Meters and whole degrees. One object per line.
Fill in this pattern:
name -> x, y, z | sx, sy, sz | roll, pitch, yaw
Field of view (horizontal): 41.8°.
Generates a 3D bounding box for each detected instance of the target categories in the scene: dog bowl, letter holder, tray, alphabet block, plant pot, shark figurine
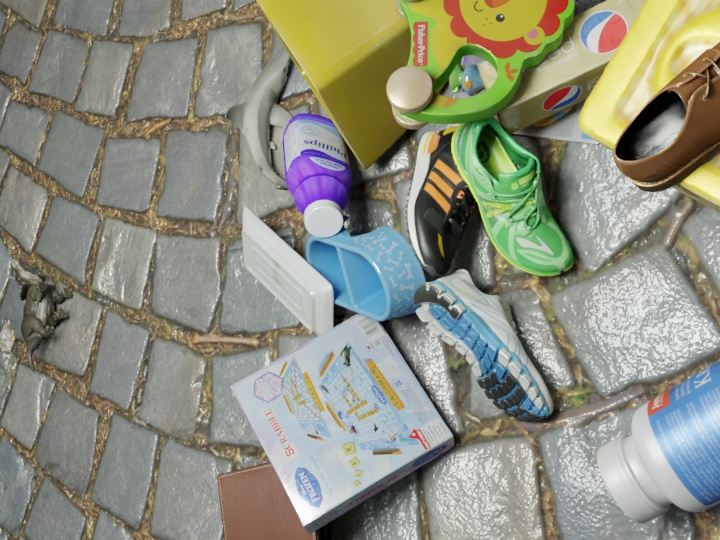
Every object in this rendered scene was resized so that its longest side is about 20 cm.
dog bowl -> 0.000, 0.000, 1.139 | 0.200, 0.049, 0.112 | 20, 130, 55
letter holder -> -0.083, 0.339, 1.166 | 0.142, 0.100, 0.201 | -20, 71, 31
tray -> -0.103, 0.009, 1.246 | 0.200, 0.022, 0.108 | 41, 144, 34
alphabet block -> 0.354, -0.153, 0.860 | 0.195, 0.200, 0.197 | 36, 104, 36
plant pot -> 0.005, -0.284, 1.148 | 0.176, 0.200, 0.200 | -34, 61, 3
shark figurine -> -0.147, -0.191, 1.314 | 0.128, 0.089, 0.216 | -22, 68, 34

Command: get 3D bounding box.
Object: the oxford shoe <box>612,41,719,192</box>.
oxford shoe -> 0.283, -0.144, 0.744 | 0.200, 0.071, 0.071 | -47, 57, 19

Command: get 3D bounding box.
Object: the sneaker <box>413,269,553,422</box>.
sneaker -> 0.155, 0.076, 1.053 | 0.200, 0.087, 0.075 | 51, 142, 9

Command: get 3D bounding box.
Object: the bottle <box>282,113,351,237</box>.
bottle -> -0.054, -0.121, 1.189 | 0.200, 0.083, 0.065 | -99, 29, -49

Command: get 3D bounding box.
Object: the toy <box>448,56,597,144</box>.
toy -> 0.188, -0.217, 1.090 | 0.199, 0.047, 0.116 | 14, 92, 38

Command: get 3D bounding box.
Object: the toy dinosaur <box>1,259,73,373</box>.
toy dinosaur -> -0.536, 0.074, 1.579 | 0.102, 0.077, 0.201 | -20, 75, 45

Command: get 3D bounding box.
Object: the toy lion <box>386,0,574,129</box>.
toy lion -> 0.127, -0.253, 0.990 | 0.191, 0.069, 0.201 | 1, 77, 9

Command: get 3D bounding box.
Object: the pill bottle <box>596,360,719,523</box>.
pill bottle -> 0.326, 0.156, 0.882 | 0.200, 0.112, 0.113 | -37, 62, 25

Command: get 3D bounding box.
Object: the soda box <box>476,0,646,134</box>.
soda box -> 0.231, -0.225, 1.012 | 0.199, 0.064, 0.068 | -24, 69, 10

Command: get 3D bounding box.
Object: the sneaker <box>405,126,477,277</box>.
sneaker -> 0.109, -0.089, 1.089 | 0.090, 0.070, 0.201 | -13, 53, 29

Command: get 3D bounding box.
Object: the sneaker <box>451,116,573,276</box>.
sneaker -> 0.166, -0.080, 1.029 | 0.074, 0.084, 0.200 | -33, 88, -12

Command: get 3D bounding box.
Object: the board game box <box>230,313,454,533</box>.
board game box -> -0.023, 0.173, 1.123 | 0.199, 0.041, 0.200 | -29, 60, -8
